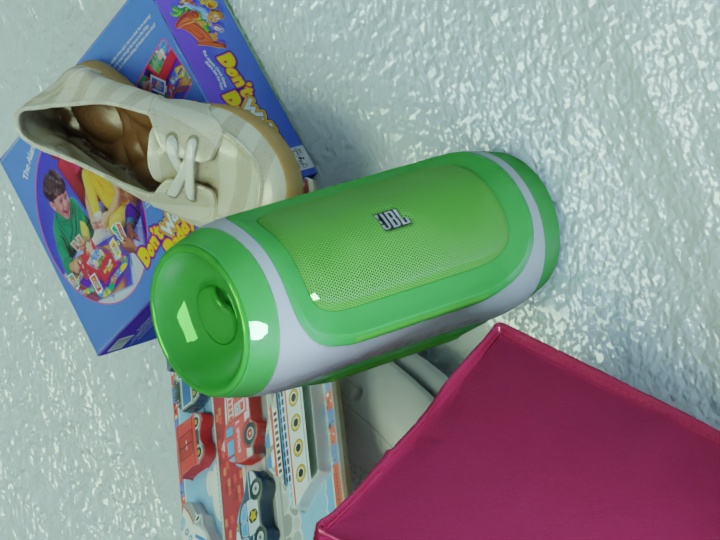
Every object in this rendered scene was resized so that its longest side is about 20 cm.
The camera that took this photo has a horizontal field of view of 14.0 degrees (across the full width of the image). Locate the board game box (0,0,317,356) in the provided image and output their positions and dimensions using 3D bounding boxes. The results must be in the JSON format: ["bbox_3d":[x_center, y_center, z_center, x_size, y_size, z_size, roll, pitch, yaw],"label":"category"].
[{"bbox_3d":[-0.117,-0.058,1.628,0.200,0.045,0.135,-43,70,48],"label":"board game box"}]

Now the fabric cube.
[{"bbox_3d":[0.081,0.184,1.321,0.196,0.200,0.200,28,127,14],"label":"fabric cube"}]

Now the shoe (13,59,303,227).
[{"bbox_3d":[-0.108,-0.060,1.538,0.200,0.053,0.070,24,120,43],"label":"shoe"}]

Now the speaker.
[{"bbox_3d":[0.000,0.000,1.387,0.088,0.200,0.089,21,119,44],"label":"speaker"}]

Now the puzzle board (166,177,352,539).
[{"bbox_3d":[-0.058,0.071,1.517,0.151,0.017,0.200,-40,49,47],"label":"puzzle board"}]

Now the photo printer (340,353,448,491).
[{"bbox_3d":[0.005,0.131,1.534,0.166,0.069,0.200,35,127,40],"label":"photo printer"}]
